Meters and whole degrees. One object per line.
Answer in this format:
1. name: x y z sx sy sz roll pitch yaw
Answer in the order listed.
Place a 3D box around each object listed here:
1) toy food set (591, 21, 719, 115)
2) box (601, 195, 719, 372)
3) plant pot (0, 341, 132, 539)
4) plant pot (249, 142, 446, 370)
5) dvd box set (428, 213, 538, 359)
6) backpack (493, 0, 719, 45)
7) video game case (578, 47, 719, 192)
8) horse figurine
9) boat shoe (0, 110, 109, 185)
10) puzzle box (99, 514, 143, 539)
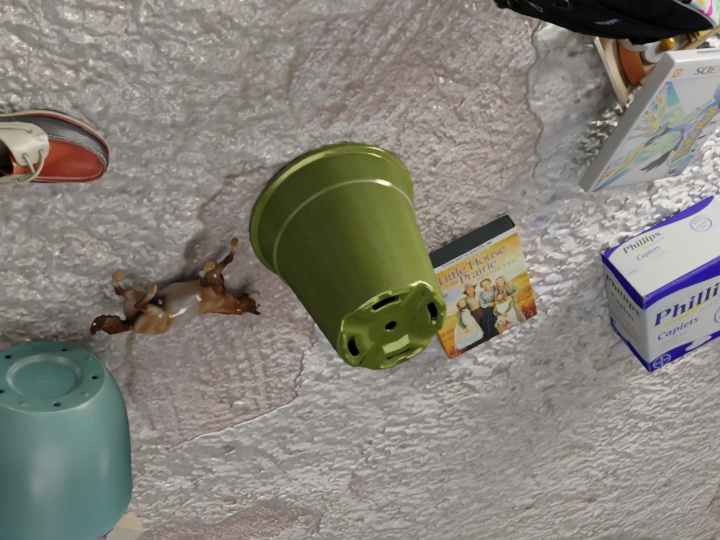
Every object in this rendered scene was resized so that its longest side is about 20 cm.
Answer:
1. toy food set: 0.353 -0.270 0.969 0.200 0.061 0.144 -35 138 9
2. box: 0.465 0.024 1.289 0.183 0.105 0.200 -28 138 -1
3. plant pot: -0.342 0.175 0.955 0.200 0.201 0.162 -2 121 -26
4. plant pot: 0.000 0.000 0.955 0.199 0.190 0.201 -14 137 -14
5. dvd box set: 0.156 0.027 1.183 0.146 0.029 0.200 -27 139 -1
6. backpack: 0.235 -0.283 0.806 0.199 0.177 0.151 10 96 -36
7. video game case: 0.374 -0.179 1.057 0.182 0.022 0.200 -12 146 -31
8. horse figurine: -0.203 0.031 0.974 0.199 0.050 0.133 -20 156 -21
9. boat shoe: -0.316 -0.105 0.779 0.199 0.063 0.071 10 125 -36
10. puzzle box: -0.422 0.406 1.258 0.200 0.025 0.133 -42 136 15
